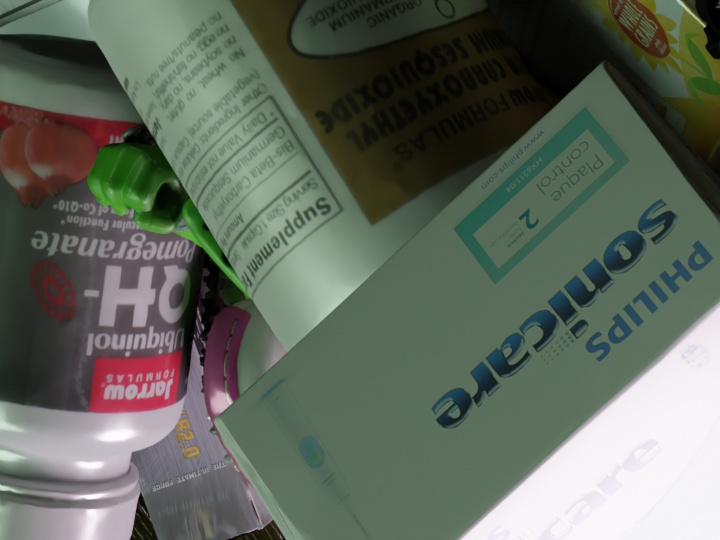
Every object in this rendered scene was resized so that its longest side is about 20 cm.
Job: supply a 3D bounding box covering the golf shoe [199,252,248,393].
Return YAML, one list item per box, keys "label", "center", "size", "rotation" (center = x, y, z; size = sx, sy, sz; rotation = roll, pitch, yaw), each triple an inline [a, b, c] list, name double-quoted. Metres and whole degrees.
- label: "golf shoe"
  center: [-0.024, 0.004, 1.178]
  size: [0.200, 0.092, 0.073]
  rotation: [-88, 3, -61]

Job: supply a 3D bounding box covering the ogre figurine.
- label: "ogre figurine"
  center: [0.000, 0.000, 1.044]
  size: [0.120, 0.199, 0.099]
  rotation: [53, -141, -86]

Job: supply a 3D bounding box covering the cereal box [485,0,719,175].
- label: "cereal box"
  center: [0.055, -0.117, 0.887]
  size: [0.200, 0.040, 0.144]
  rotation: [46, 167, 8]

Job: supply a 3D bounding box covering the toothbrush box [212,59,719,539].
- label: "toothbrush box"
  center: [0.079, 0.056, 0.771]
  size: [0.200, 0.146, 0.085]
  rotation: [35, -165, -51]

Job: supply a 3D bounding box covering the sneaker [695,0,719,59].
- label: "sneaker"
  center: [0.133, -0.051, 0.736]
  size: [0.200, 0.088, 0.076]
  rotation: [45, 146, 6]

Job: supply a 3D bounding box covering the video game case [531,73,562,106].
- label: "video game case"
  center: [0.085, -0.012, 1.003]
  size: [0.181, 0.025, 0.200]
  rotation: [42, 173, 36]

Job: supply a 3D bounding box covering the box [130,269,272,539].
- label: "box"
  center: [-0.076, 0.040, 1.277]
  size: [0.200, 0.048, 0.159]
  rotation: [-17, -94, -82]

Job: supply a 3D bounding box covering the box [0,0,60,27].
- label: "box"
  center: [-0.110, -0.171, 1.046]
  size: [0.200, 0.060, 0.117]
  rotation: [-12, 111, 53]

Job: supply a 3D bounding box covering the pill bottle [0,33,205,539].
- label: "pill bottle"
  center: [-0.121, 0.010, 1.123]
  size: [0.111, 0.110, 0.201]
  rotation: [25, 110, 54]

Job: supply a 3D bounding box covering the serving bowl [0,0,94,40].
- label: "serving bowl"
  center: [-0.122, -0.137, 1.253]
  size: [0.200, 0.066, 0.200]
  rotation: [44, 163, 17]

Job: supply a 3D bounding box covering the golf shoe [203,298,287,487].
- label: "golf shoe"
  center: [0.025, 0.056, 0.956]
  size: [0.091, 0.076, 0.200]
  rotation: [-7, 156, 34]

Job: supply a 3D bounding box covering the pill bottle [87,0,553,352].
- label: "pill bottle"
  center: [0.009, -0.029, 0.874]
  size: [0.200, 0.114, 0.114]
  rotation: [58, 165, 9]
